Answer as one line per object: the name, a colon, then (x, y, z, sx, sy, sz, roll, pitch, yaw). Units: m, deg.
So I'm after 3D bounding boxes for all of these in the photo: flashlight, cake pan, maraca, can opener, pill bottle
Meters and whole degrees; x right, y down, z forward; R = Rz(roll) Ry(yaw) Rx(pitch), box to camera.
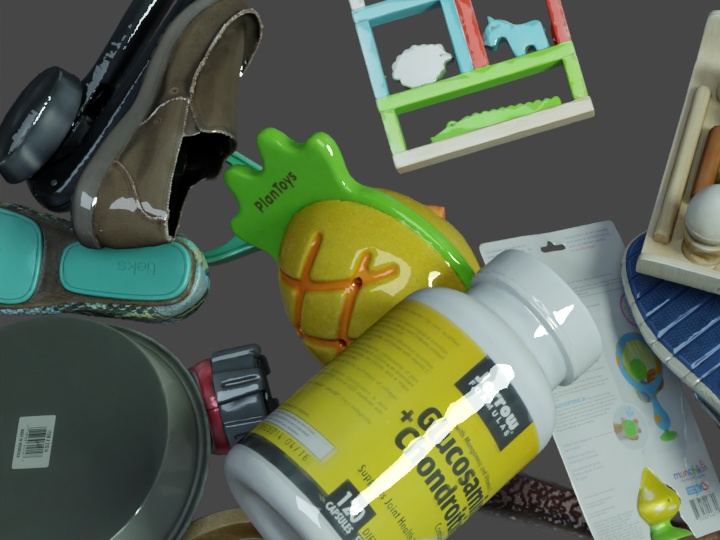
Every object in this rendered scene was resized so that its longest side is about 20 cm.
flashlight: (-0.150, 0.099, 1.157, 0.200, 0.068, 0.068, -14, 41, 1)
cake pan: (-0.188, 0.110, 1.105, 0.200, 0.037, 0.200, -7, 58, 11)
maraca: (0.000, 0.000, 1.124, 0.200, 0.137, 0.107, 46, 45, -2)
can opener: (-0.150, -0.123, 1.200, 0.063, 0.079, 0.200, 34, 78, 19)
pill bottle: (0.033, 0.080, 1.014, 0.200, 0.112, 0.112, -41, 78, -17)

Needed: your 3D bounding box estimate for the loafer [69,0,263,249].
loafer: (-0.103, -0.086, 1.158, 0.071, 0.073, 0.200, 18, 62, 16)

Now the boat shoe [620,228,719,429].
boat shoe: (0.220, 0.060, 1.110, 0.072, 0.072, 0.200, -31, 59, 0)

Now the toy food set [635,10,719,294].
toy food set: (0.252, -0.061, 1.103, 0.143, 0.060, 0.200, 15, 58, 10)

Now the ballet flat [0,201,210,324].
ballet flat: (-0.188, 0.000, 1.183, 0.200, 0.074, 0.074, 11, 83, 14)

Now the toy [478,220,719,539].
toy: (0.138, 0.075, 1.122, 0.047, 0.115, 0.200, -39, 68, 47)

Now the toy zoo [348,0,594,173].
toy zoo: (0.058, -0.174, 1.198, 0.131, 0.020, 0.200, -16, 80, 5)

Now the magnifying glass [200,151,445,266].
magnifying glass: (-0.047, -0.037, 1.192, 0.200, 0.022, 0.080, 6, 82, 8)

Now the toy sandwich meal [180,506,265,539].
toy sandwich meal: (-0.047, 0.209, 1.043, 0.205, 0.070, 0.205, 1, 61, -2)
